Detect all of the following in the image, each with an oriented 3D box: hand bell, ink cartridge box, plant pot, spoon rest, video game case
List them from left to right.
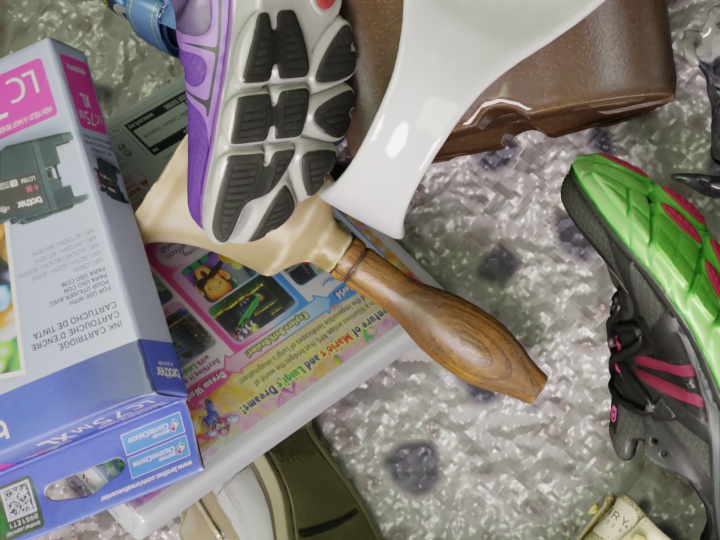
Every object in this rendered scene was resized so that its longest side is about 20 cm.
[{"bbox_3d":[-0.151,0.013,0.994,0.119,0.042,0.200,-22,79,17],"label":"ink cartridge box"},{"bbox_3d":[-0.086,0.007,1.069,0.200,0.024,0.182,-34,69,-31],"label":"video game case"},{"bbox_3d":[0.000,0.000,1.041,0.200,0.104,0.104,35,96,-4],"label":"hand bell"},{"bbox_3d":[0.049,-0.156,1.026,0.200,0.200,0.199,-11,88,18],"label":"plant pot"},{"bbox_3d":[0.047,-0.106,0.913,0.099,0.061,0.200,27,96,-2],"label":"spoon rest"}]

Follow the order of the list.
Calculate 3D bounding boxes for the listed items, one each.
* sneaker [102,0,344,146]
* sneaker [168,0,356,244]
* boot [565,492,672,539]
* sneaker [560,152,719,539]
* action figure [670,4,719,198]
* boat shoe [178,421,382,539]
[{"bbox_3d":[-0.075,-0.128,1.112,0.082,0.074,0.200,-31,65,-7],"label":"sneaker"},{"bbox_3d":[-0.052,-0.112,0.964,0.083,0.081,0.200,10,100,38],"label":"sneaker"},{"bbox_3d":[0.065,0.157,0.997,0.200,0.073,0.156,33,94,-20],"label":"boot"},{"bbox_3d":[0.136,0.041,1.010,0.084,0.077,0.200,-27,91,24],"label":"sneaker"},{"bbox_3d":[0.199,-0.094,1.006,0.119,0.102,0.200,2,83,8],"label":"action figure"},{"bbox_3d":[-0.045,0.118,1.086,0.068,0.075,0.200,-34,67,30],"label":"boat shoe"}]
